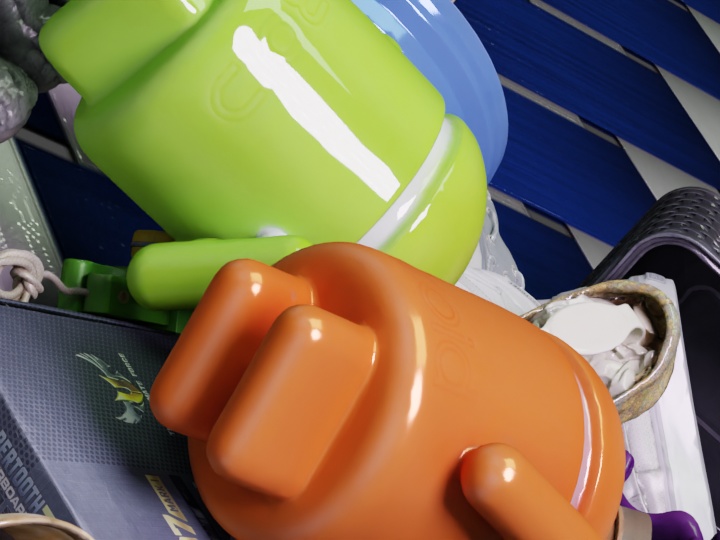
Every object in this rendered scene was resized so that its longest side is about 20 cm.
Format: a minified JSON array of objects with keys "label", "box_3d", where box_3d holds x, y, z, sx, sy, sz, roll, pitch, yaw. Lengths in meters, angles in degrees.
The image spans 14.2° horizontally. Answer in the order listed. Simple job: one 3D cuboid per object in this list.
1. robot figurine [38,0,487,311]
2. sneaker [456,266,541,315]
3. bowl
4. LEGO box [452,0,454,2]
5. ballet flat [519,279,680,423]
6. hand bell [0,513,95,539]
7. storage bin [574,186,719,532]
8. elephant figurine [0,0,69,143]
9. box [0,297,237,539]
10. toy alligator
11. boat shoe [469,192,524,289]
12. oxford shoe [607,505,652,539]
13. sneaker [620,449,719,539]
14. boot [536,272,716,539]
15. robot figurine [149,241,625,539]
[{"label":"robot figurine","box_3d":[-0.032,-0.052,1.144,0.200,0.116,0.176,44,32,-18]},{"label":"sneaker","box_3d":[0.000,0.000,1.290,0.200,0.075,0.100,31,14,11]},{"label":"bowl","box_3d":[-0.027,-0.091,1.340,0.200,0.201,0.039,39,60,-6]},{"label":"LEGO box","box_3d":[-0.007,-0.201,1.614,0.077,0.149,0.200,30,24,-28]},{"label":"ballet flat","box_3d":[0.051,0.053,1.194,0.200,0.071,0.071,-22,59,-27]},{"label":"hand bell","box_3d":[-0.173,0.066,0.921,0.104,0.104,0.200,17,19,-48]},{"label":"storage bin","box_3d":[0.186,0.073,1.429,0.200,0.135,0.094,42,21,0]},{"label":"elephant figurine","box_3d":[-0.194,-0.153,1.144,0.142,0.155,0.200,-81,151,-46]},{"label":"box","box_3d":[-0.068,0.101,1.047,0.157,0.051,0.200,13,35,-51]},{"label":"toy alligator","box_3d":[-0.095,0.013,1.181,0.054,0.060,0.200,3,-6,41]},{"label":"boat shoe","box_3d":[0.048,-0.005,1.435,0.071,0.070,0.201,30,21,-20]},{"label":"oxford shoe","box_3d":[0.068,0.162,1.146,0.071,0.071,0.200,20,35,-6]},{"label":"sneaker","box_3d":[0.063,0.088,1.253,0.200,0.088,0.074,34,22,-19]},{"label":"boot","box_3d":[0.113,0.105,1.339,0.074,0.095,0.201,59,23,-71]},{"label":"robot figurine","box_3d":[0.019,0.062,1.046,0.200,0.144,0.117,24,60,-44]}]
